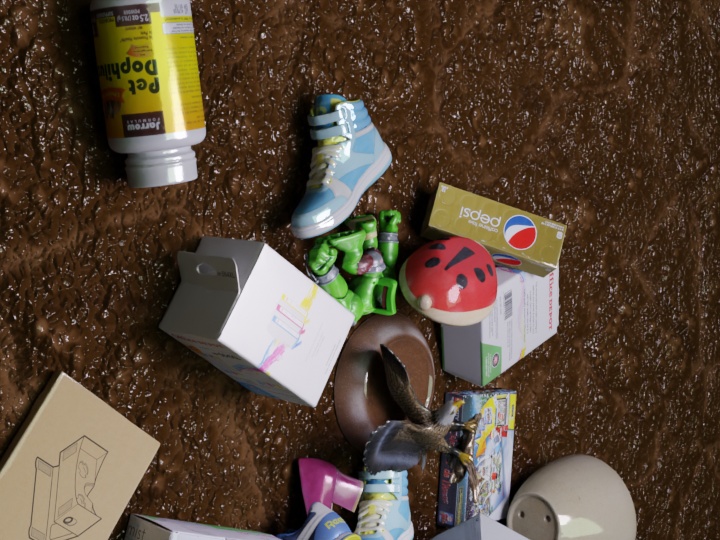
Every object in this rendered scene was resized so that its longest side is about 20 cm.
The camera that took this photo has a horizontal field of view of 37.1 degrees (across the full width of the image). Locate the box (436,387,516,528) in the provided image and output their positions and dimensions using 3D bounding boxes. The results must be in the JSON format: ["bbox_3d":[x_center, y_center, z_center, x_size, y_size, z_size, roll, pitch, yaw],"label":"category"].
[{"bbox_3d":[0.181,0.287,1.659,0.135,0.037,0.204,3,92,-45],"label":"box"}]

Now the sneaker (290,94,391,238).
[{"bbox_3d":[-0.046,-0.143,1.361,0.201,0.078,0.132,-53,129,-39],"label":"sneaker"}]

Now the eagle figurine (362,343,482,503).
[{"bbox_3d":[0.078,0.203,1.440,0.198,0.152,0.153,24,103,-25],"label":"eagle figurine"}]

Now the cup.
[{"bbox_3d":[0.310,0.394,1.680,0.142,0.198,0.205,6,90,-46],"label":"cup"}]

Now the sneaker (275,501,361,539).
[{"bbox_3d":[-0.085,0.379,1.359,0.200,0.082,0.074,-48,152,10],"label":"sneaker"}]

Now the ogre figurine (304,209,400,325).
[{"bbox_3d":[0.000,0.000,1.408,0.200,0.096,0.122,-53,135,-70],"label":"ogre figurine"}]

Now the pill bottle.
[{"bbox_3d":[-0.227,-0.196,1.162,0.108,0.108,0.204,-16,104,-42],"label":"pill bottle"}]

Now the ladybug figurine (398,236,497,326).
[{"bbox_3d":[0.125,0.008,1.448,0.073,0.134,0.200,-63,169,27],"label":"ladybug figurine"}]

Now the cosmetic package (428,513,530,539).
[{"bbox_3d":[0.188,0.440,1.581,0.199,0.150,0.052,32,41,-30],"label":"cosmetic package"}]

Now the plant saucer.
[{"bbox_3d":[0.045,0.162,1.516,0.198,0.036,0.205,-6,99,-44],"label":"plant saucer"}]

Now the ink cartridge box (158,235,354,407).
[{"bbox_3d":[-0.130,0.054,1.269,0.199,0.127,0.127,39,67,-38],"label":"ink cartridge box"}]

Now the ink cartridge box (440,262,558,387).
[{"bbox_3d":[0.212,0.059,1.623,0.199,0.083,0.147,-29,125,-40],"label":"ink cartridge box"}]

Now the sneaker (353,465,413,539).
[{"bbox_3d":[0.016,0.325,1.448,0.200,0.078,0.133,-18,104,-74],"label":"sneaker"}]

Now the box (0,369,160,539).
[{"bbox_3d":[-0.322,0.237,1.167,0.164,0.021,0.202,45,63,-37],"label":"box"}]

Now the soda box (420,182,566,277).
[{"bbox_3d":[0.189,-0.057,1.544,0.196,0.064,0.069,18,76,-4],"label":"soda box"}]

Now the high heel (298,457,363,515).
[{"bbox_3d":[-0.073,0.351,1.412,0.095,0.067,0.203,23,90,-11],"label":"high heel"}]

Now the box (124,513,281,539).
[{"bbox_3d":[-0.189,0.392,1.261,0.198,0.096,0.180,20,79,-43],"label":"box"}]
